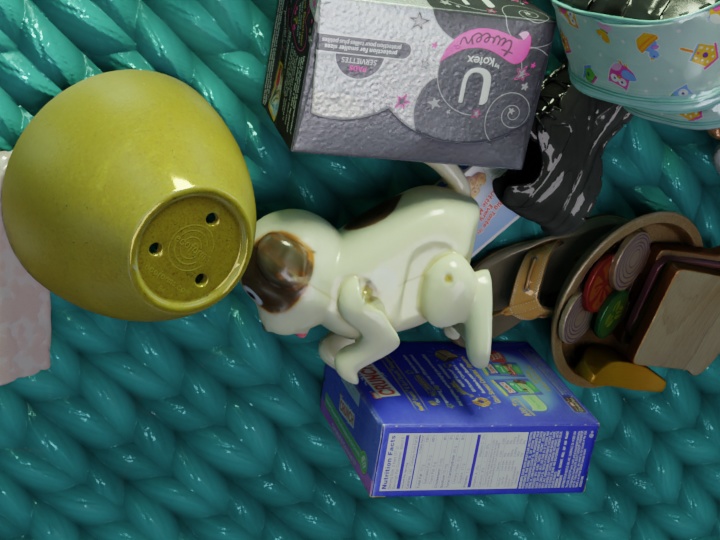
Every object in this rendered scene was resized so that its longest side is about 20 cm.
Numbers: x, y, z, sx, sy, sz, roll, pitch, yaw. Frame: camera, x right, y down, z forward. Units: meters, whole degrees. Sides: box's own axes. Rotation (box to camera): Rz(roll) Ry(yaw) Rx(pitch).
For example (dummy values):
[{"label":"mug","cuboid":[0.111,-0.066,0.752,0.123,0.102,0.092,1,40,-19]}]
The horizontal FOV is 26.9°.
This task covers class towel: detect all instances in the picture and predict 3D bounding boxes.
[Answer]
[{"label":"towel","cuboid":[-0.328,0.012,1.165,0.200,0.032,0.192,-18,116,-45]}]

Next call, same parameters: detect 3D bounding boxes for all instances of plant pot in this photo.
[{"label":"plant pot","cuboid":[-0.158,-0.039,1.166,0.199,0.142,0.201,-14,119,-27]}]

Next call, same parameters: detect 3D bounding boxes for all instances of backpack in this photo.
[{"label":"backpack","cuboid":[0.251,-0.196,1.163,0.200,0.176,0.154,-31,127,-32]}]

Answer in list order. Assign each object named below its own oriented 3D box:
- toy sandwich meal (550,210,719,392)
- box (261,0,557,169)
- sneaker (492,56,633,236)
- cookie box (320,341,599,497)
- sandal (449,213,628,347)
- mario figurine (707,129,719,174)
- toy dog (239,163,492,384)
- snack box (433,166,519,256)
[{"label":"toy sandwich meal","cuboid":[0.263,0.039,1.379,0.205,0.070,0.206,-21,130,-27]},{"label":"box","cuboid":[0.037,-0.165,1.207,0.199,0.115,0.133,3,114,-19]},{"label":"sneaker","cuboid":[0.175,-0.132,1.269,0.091,0.076,0.201,19,90,-32]},{"label":"cookie box","cuboid":[0.082,0.128,1.334,0.199,0.171,0.076,2,111,-18]},{"label":"sandal","cuboid":[0.168,0.011,1.369,0.199,0.054,0.081,-24,120,-5]},{"label":"mario figurine","cuboid":[0.365,-0.106,1.340,0.106,0.124,0.200,-16,126,15]},{"label":"toy dog","cuboid":[0.000,0.000,1.242,0.199,0.140,0.195,-2,111,-10]},{"label":"snack box","cuboid":[0.093,-0.053,1.332,0.200,0.024,0.072,-40,119,4]}]
